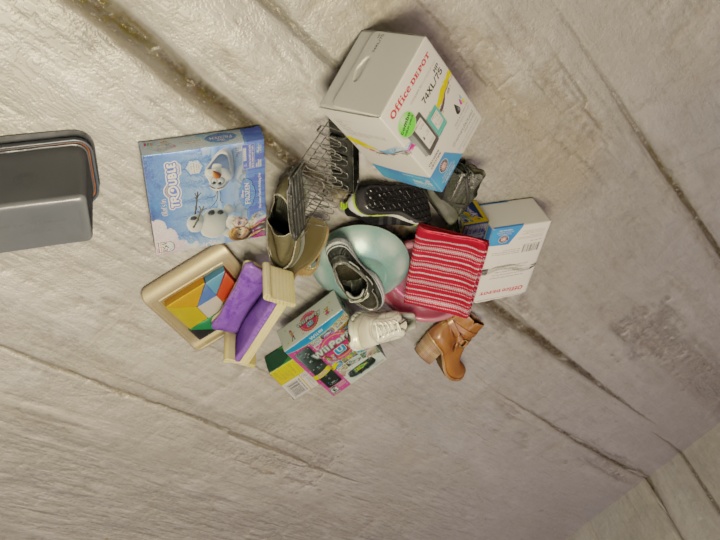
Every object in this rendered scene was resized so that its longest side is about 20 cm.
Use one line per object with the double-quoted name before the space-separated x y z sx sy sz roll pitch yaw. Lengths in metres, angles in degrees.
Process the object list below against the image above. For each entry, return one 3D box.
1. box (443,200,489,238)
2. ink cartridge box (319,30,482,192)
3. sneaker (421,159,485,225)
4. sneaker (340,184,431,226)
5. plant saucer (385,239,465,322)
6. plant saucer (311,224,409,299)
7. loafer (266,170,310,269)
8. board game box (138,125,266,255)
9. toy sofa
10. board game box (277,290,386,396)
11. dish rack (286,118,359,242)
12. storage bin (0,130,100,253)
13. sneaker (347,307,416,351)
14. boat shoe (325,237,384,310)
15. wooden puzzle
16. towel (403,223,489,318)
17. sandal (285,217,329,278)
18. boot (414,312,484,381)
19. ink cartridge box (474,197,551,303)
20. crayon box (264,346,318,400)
"box" 0.204 -0.040 1.541 0.063 0.071 0.203 -7 134 -19
"ink cartridge box" 0.066 -0.251 1.176 0.199 0.144 0.149 39 78 -45
"sneaker" 0.159 -0.183 1.381 0.114 0.076 0.200 -43 131 1
"sneaker" 0.047 -0.121 1.402 0.196 0.074 0.082 9 161 -39
"plant saucer" 0.128 0.014 1.515 0.195 0.051 0.205 9 129 11
"plant saucer" 0.000 0.000 1.451 0.195 0.039 0.204 -1 135 -1
"loafer" -0.139 -0.079 1.303 0.070 0.074 0.203 -43 153 -44
"board game box" -0.255 -0.130 1.234 0.194 0.044 0.203 -11 135 -16
"toy sofa" -0.201 0.082 1.362 0.096 0.084 0.201 17 130 -25
"board game box" -0.056 0.153 1.521 0.146 0.065 0.201 -35 133 6
"dish rack" -0.062 -0.148 1.230 0.053 0.202 0.156 15 138 17
"storage bin" -0.478 -0.097 1.081 0.195 0.136 0.148 -9 135 -19
"sneaker" 0.042 0.111 1.471 0.079 0.078 0.198 -3 -174 32
"boat shoe" -0.012 0.027 1.396 0.071 0.072 0.201 -22 136 18
"wooden puzzle" -0.285 0.059 1.404 0.182 0.038 0.201 -30 137 2
"towel" 0.163 0.005 1.449 0.141 0.023 0.204 14 131 7
"sandal" -0.112 -0.019 1.409 0.213 0.078 0.069 -50 154 25
"boot" 0.233 0.171 1.768 0.155 0.077 0.199 -44 128 12
"ink cartridge box" 0.299 -0.042 1.579 0.141 0.085 0.204 -8 134 -20
"crayon box" -0.094 0.185 1.615 0.197 0.051 0.128 -30 137 3
